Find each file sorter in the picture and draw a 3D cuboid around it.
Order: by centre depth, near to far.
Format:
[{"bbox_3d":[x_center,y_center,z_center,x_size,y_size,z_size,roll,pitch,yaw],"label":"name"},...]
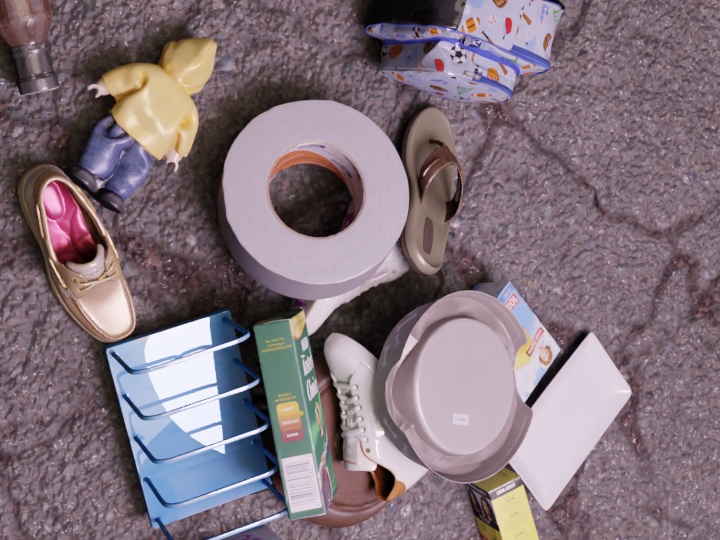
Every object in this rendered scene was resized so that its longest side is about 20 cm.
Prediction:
[{"bbox_3d":[-0.163,0.164,1.396,0.137,0.122,0.203,-17,103,-17],"label":"file sorter"}]

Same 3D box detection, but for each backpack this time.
[{"bbox_3d":[0.119,-0.260,1.472,0.188,0.199,0.157,4,100,-32],"label":"backpack"}]

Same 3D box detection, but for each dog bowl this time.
[{"bbox_3d":[0.100,0.124,1.464,0.198,0.058,0.204,2,87,-36],"label":"dog bowl"}]

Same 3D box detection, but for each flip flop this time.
[{"bbox_3d":[0.085,-0.091,1.509,0.081,0.057,0.203,30,54,-35],"label":"flip flop"}]

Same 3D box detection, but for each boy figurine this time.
[{"bbox_3d":[-0.220,-0.162,1.388,0.124,0.064,0.201,37,80,-24],"label":"boy figurine"}]

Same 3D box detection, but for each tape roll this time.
[{"bbox_3d":[-0.050,-0.075,1.433,0.197,0.066,0.204,3,75,-10],"label":"tape roll"}]

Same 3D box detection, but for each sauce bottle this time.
[{"bbox_3d":[-0.336,-0.273,1.319,0.064,0.065,0.203,-15,102,-22],"label":"sauce bottle"}]

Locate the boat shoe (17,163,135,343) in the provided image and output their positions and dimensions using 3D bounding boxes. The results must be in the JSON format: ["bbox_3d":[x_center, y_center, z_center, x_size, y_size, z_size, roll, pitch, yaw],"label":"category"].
[{"bbox_3d":[-0.282,-0.011,1.374,0.073,0.069,0.202,-33,111,-19],"label":"boat shoe"}]

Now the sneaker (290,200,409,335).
[{"bbox_3d":[0.000,0.000,1.504,0.099,0.075,0.201,40,80,-22],"label":"sneaker"}]

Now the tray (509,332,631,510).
[{"bbox_3d":[0.248,0.181,1.655,0.200,0.022,0.108,-48,113,-24],"label":"tray"}]

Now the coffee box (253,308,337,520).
[{"bbox_3d":[-0.066,0.145,1.409,0.043,0.123,0.203,-11,91,5],"label":"coffee box"}]

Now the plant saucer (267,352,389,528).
[{"bbox_3d":[-0.011,0.190,1.529,0.198,0.034,0.204,-1,92,-34],"label":"plant saucer"}]

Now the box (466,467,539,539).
[{"bbox_3d":[0.183,0.335,1.634,0.050,0.075,0.203,-22,107,-18],"label":"box"}]

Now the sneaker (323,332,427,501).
[{"bbox_3d":[0.006,0.165,1.475,0.085,0.072,0.202,-41,113,-29],"label":"sneaker"}]

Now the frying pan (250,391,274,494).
[{"bbox_3d":[-0.129,0.159,1.493,0.114,0.031,0.192,-26,110,-21],"label":"frying pan"}]

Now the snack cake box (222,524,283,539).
[{"bbox_3d":[-0.174,0.362,1.466,0.197,0.067,0.117,-13,101,-23],"label":"snack cake box"}]

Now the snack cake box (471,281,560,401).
[{"bbox_3d":[0.131,0.124,1.564,0.115,0.067,0.201,49,64,-21],"label":"snack cake box"}]
